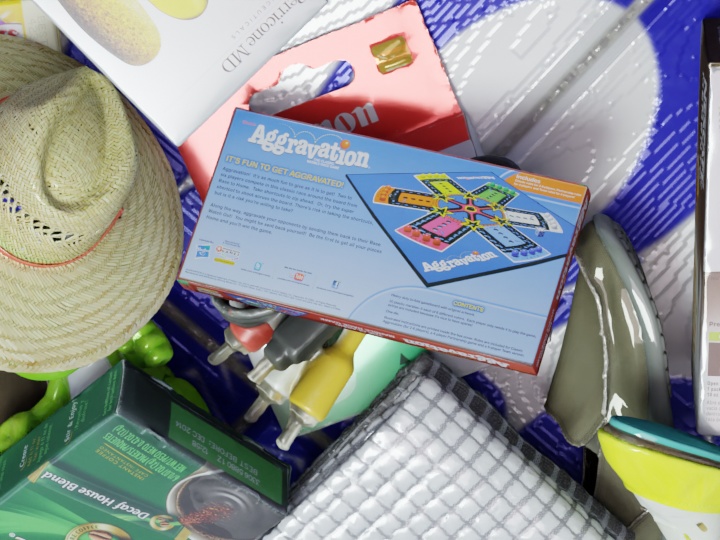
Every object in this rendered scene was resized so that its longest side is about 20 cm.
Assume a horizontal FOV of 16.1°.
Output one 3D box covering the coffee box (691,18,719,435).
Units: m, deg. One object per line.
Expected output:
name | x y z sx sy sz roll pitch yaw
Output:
coffee box | 0.217 -0.025 1.346 0.080 0.114 0.200 1 108 5

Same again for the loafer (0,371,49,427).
loafer | -0.198 0.077 1.433 0.073 0.071 0.200 -5 107 6

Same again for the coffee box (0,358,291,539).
coffee box | -0.146 0.139 1.374 0.123 0.044 0.200 36 126 -28

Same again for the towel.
towel | 0.027 0.166 1.393 0.166 0.086 0.200 42 104 -10

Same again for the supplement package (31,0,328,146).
supplement package | -0.124 -0.178 1.319 0.114 0.110 0.200 -44 100 6

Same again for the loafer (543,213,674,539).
loafer | 0.135 0.068 1.402 0.070 0.075 0.200 -10 107 3

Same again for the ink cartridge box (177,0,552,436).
ink cartridge box | -0.004 -0.025 1.399 0.161 0.050 0.200 -21 107 11

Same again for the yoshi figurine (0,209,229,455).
yoshi figurine | -0.144 0.063 1.377 0.112 0.112 0.200 -43 115 -22

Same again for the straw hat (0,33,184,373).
straw hat | -0.155 -0.053 1.295 0.201 0.201 0.085 40 140 -8

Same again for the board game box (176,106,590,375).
board game box | 0.012 -0.017 1.343 0.200 0.019 0.103 14 76 17

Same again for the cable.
cable | 0.000 0.000 1.378 0.200 0.050 0.097 -41 68 -3

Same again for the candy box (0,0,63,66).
candy box | -0.260 -0.090 1.387 0.200 0.026 0.102 -7 102 -6

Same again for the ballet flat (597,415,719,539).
ballet flat | 0.195 0.121 1.368 0.067 0.200 0.067 23 100 44
